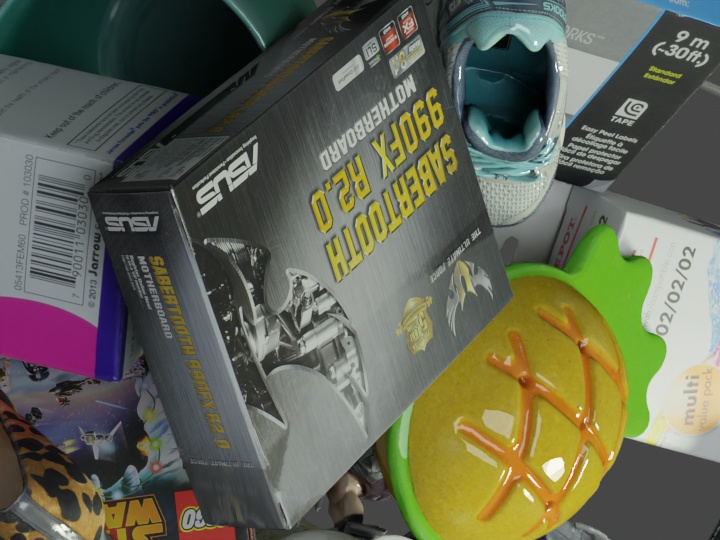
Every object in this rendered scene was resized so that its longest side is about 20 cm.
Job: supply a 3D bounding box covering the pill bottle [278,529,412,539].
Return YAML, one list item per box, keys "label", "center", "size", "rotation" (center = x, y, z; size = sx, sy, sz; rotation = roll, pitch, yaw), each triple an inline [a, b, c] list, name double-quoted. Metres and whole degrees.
- label: "pill bottle"
  center: [-0.041, 0.192, 1.317]
  size: [0.110, 0.200, 0.112]
  rotation: [23, 52, -33]

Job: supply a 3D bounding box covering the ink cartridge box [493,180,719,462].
- label: "ink cartridge box"
  center: [0.153, 0.028, 1.449]
  size: [0.199, 0.068, 0.116]
  rotation: [15, 99, -25]

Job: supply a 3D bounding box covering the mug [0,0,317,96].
- label: "mug"
  center: [-0.103, -0.085, 1.285]
  size: [0.184, 0.114, 0.153]
  rotation: [-4, 108, 19]

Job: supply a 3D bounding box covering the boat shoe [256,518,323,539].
- label: "boat shoe"
  center: [0.021, 0.188, 1.433]
  size: [0.200, 0.063, 0.073]
  rotation: [34, 87, -25]

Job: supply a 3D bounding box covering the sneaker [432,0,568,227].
- label: "sneaker"
  center: [0.059, -0.076, 1.280]
  size: [0.077, 0.087, 0.201]
  rotation: [-4, 142, 1]

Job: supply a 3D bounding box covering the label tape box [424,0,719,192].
- label: "label tape box"
  center: [0.105, -0.133, 1.335]
  size: [0.143, 0.064, 0.200]
  rotation: [14, 139, -25]

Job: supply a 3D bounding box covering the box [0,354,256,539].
- label: "box"
  center: [-0.152, 0.078, 1.275]
  size: [0.198, 0.040, 0.138]
  rotation: [-8, 76, 2]

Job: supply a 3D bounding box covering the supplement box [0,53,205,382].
- label: "supplement box"
  center: [-0.177, -0.035, 1.207]
  size: [0.198, 0.103, 0.102]
  rotation: [13, 113, 11]

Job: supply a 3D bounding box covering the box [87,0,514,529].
- label: "box"
  center: [-0.019, -0.009, 1.181]
  size: [0.200, 0.048, 0.159]
  rotation: [-42, 121, -46]

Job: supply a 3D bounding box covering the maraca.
- label: "maraca"
  center: [0.083, 0.058, 1.338]
  size: [0.200, 0.107, 0.138]
  rotation: [-31, 121, -39]

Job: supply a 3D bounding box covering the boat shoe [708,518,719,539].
- label: "boat shoe"
  center: [0.181, 0.192, 1.472]
  size: [0.090, 0.071, 0.201]
  rotation: [-8, 128, -19]

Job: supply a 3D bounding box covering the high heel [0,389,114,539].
- label: "high heel"
  center: [-0.187, 0.066, 1.186]
  size: [0.199, 0.143, 0.072]
  rotation: [34, 80, 12]

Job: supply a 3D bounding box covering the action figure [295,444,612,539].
- label: "action figure"
  center: [0.045, 0.115, 1.398]
  size: [0.200, 0.069, 0.131]
  rotation: [41, 65, -15]
